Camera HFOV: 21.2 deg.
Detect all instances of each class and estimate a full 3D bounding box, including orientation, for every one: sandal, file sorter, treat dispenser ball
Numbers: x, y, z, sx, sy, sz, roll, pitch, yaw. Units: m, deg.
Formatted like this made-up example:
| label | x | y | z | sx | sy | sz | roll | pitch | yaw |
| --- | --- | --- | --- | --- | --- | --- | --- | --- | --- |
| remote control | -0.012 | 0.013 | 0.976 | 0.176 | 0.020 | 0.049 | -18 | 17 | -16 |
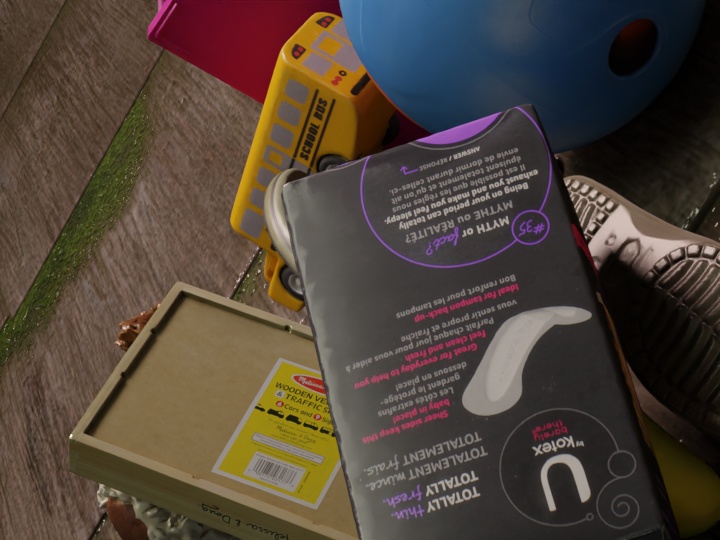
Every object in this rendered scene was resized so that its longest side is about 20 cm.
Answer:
| label | x | y | z | sx | sy | sz | roll | pitch | yaw |
| --- | --- | --- | --- | --- | --- | --- | --- | --- | --- |
| sandal | 0.001 | 0.001 | 1.097 | 0.057 | 0.080 | 0.201 | -43 | 35 | 8 |
| file sorter | -0.023 | -0.188 | 1.298 | 0.139 | 0.200 | 0.126 | -52 | 23 | 23 |
| treat dispenser ball | 0.087 | -0.162 | 1.042 | 0.201 | 0.200 | 0.201 | -45 | 30 | 35 |

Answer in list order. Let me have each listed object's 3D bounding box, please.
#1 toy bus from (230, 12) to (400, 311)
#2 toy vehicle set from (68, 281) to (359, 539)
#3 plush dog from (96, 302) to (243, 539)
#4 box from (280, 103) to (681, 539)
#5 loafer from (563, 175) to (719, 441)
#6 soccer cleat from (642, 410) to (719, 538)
| label | x | y | z | sx | sy | sz | roll | pitch | yaw |
| --- | --- | --- | --- | --- | --- | --- | --- | --- | --- |
| toy bus | -0.031 | -0.065 | 1.252 | 0.065 | 0.078 | 0.200 | -54 | -10 | -42 |
| toy vehicle set | -0.030 | 0.084 | 0.966 | 0.124 | 0.199 | 0.027 | -58 | -19 | -44 |
| plush dog | -0.057 | 0.094 | 1.074 | 0.160 | 0.200 | 0.172 | -27 | 55 | 3 |
| box | 0.053 | 0.051 | 0.825 | 0.122 | 0.106 | 0.201 | -18 | 62 | 8 |
| loafer | 0.151 | 0.020 | 0.899 | 0.076 | 0.068 | 0.200 | -51 | 41 | 8 |
| soccer cleat | 0.090 | 0.058 | 0.901 | 0.200 | 0.065 | 0.084 | 36 | 136 | 45 |
